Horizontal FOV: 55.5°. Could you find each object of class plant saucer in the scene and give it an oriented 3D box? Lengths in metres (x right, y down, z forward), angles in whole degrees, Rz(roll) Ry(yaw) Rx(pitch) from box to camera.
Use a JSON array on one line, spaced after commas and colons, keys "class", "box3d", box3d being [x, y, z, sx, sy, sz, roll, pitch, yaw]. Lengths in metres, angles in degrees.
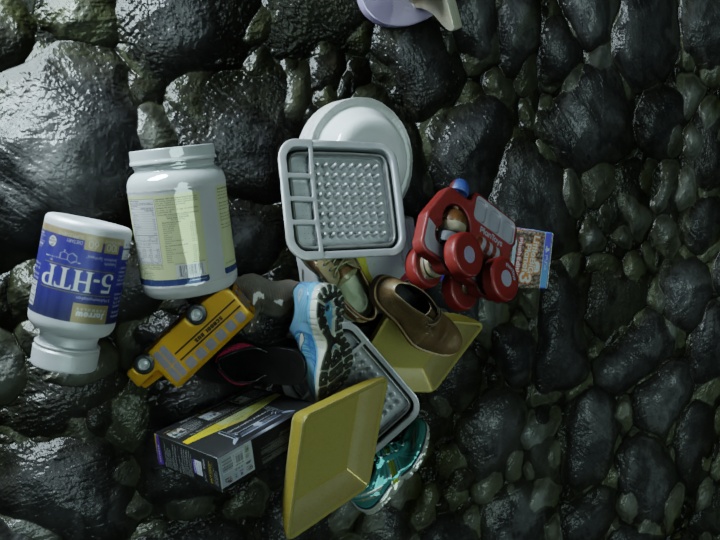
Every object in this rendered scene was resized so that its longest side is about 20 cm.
[{"class": "plant saucer", "box3d": [-0.047, 0.268, 1.033, 0.197, 0.048, 0.206, -14, 119, -51]}, {"class": "plant saucer", "box3d": [0.086, 0.135, 1.202, 0.194, 0.049, 0.202, 7, 133, -26]}]

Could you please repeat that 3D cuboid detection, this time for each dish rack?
[{"class": "dish rack", "box3d": [-0.030, -0.102, 1.019, 0.194, 0.043, 0.178, -3, 81, -26]}, {"class": "dish rack", "box3d": [-0.015, 0.199, 1.129, 0.171, 0.044, 0.201, -42, 92, 13]}]

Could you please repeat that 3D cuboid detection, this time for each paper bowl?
[{"class": "paper bowl", "box3d": [-0.001, -0.178, 1.126, 0.195, 0.104, 0.208, -4, 99, -27]}]

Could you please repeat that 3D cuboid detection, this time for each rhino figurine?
[{"class": "rhino figurine", "box3d": [-0.165, 0.050, 1.098, 0.194, 0.060, 0.090, 9, 105, -14]}]

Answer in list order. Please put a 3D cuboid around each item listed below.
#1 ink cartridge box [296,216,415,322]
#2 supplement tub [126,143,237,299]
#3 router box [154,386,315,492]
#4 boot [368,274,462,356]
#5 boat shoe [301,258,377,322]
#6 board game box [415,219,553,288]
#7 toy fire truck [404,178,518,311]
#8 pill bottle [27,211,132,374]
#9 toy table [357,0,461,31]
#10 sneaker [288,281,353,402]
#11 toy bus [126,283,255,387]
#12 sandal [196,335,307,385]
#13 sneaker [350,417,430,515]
[{"class": "ink cartridge box", "box3d": [0.000, 0.000, 1.162, 0.195, 0.083, 0.150, -15, 104, -23]}, {"class": "supplement tub", "box3d": [-0.258, -0.074, 0.989, 0.141, 0.144, 0.207, -10, 102, -24]}, {"class": "router box", "box3d": [-0.183, 0.245, 1.029, 0.197, 0.154, 0.054, -20, 108, -47]}, {"class": "boot", "box3d": [0.102, 0.078, 1.069, 0.198, 0.075, 0.075, 37, 71, -29]}, {"class": "boat shoe", "box3d": [-0.031, -0.004, 1.059, 0.075, 0.073, 0.202, -41, 111, -14]}, {"class": "board game box", "box3d": [0.214, -0.031, 1.223, 0.194, 0.159, 0.100, 2, 98, -26]}, {"class": "toy fire truck", "box3d": [0.162, -0.044, 1.055, 0.197, 0.111, 0.172, 30, 62, -30]}, {"class": "pill bottle", "box3d": [-0.393, 0.031, 0.951, 0.117, 0.119, 0.207, 10, 93, -27]}, {"class": "toy table", "box3d": [0.102, -0.480, 1.126, 0.199, 0.116, 0.187, -39, 112, -17]}, {"class": "sneaker", "box3d": [-0.068, 0.107, 1.070, 0.077, 0.088, 0.206, -22, 119, -43]}, {"class": "toy bus", "box3d": [-0.255, 0.102, 1.032, 0.199, 0.065, 0.079, -43, 104, 1]}, {"class": "sandal", "box3d": [-0.177, 0.143, 1.054, 0.045, 0.194, 0.078, -22, 111, -68]}, {"class": "sneaker", "box3d": [0.054, 0.349, 1.249, 0.080, 0.077, 0.201, 45, 77, -15]}]
